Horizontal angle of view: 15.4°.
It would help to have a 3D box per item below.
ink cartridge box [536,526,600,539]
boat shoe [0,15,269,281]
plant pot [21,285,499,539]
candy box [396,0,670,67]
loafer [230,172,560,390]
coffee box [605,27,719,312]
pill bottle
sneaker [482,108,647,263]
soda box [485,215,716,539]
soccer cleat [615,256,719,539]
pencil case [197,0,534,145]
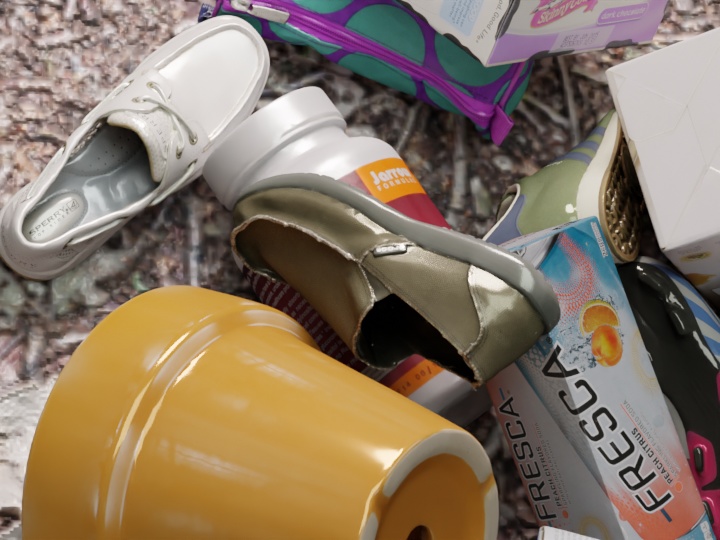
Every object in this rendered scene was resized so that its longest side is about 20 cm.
[{"bbox_3d":[0.164,0.247,1.388,0.199,0.197,0.043,15,22,0],"label":"ink cartridge box"},{"bbox_3d":[-0.122,-0.071,1.512,0.071,0.069,0.200,45,76,-4],"label":"boat shoe"},{"bbox_3d":[-0.038,0.122,1.353,0.183,0.200,0.200,13,57,36],"label":"plant pot"},{"bbox_3d":[0.066,-0.204,1.556,0.200,0.072,0.167,39,31,29],"label":"candy box"},{"bbox_3d":[0.005,0.007,1.378,0.199,0.075,0.070,17,62,35],"label":"loafer"},{"bbox_3d":[0.215,-0.047,1.518,0.079,0.200,0.115,-20,69,15],"label":"coffee box"},{"bbox_3d":[0.000,0.000,1.502,0.113,0.113,0.200,-30,76,-22],"label":"pill bottle"},{"bbox_3d":[0.120,-0.043,1.545,0.090,0.200,0.067,-18,104,19],"label":"sneaker"},{"bbox_3d":[0.119,0.078,1.419,0.063,0.068,0.201,-23,94,-37],"label":"soda box"},{"bbox_3d":[0.202,0.078,1.488,0.070,0.086,0.200,-33,80,19],"label":"soccer cleat"},{"bbox_3d":[0.008,-0.150,1.585,0.199,0.085,0.093,22,44,-1],"label":"pencil case"}]
